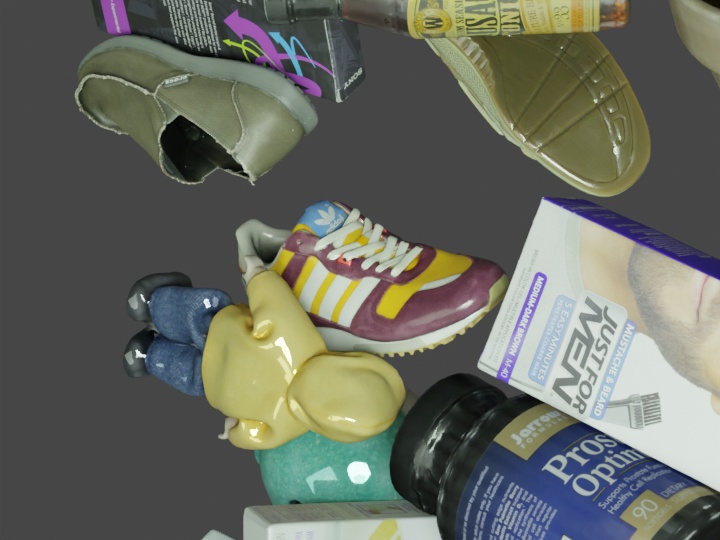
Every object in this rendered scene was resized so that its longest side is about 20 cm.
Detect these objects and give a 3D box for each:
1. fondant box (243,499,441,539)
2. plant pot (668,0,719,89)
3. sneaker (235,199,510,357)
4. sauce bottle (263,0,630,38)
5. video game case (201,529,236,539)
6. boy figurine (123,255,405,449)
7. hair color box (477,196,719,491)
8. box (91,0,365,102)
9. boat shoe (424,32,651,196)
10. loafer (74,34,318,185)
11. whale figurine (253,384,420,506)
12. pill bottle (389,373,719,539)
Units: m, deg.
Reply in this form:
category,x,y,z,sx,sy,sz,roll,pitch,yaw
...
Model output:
category,x,y,z,sx,sy,sz,roll,pitch,yaw
fondant box,0.029,0.216,1.354,0.058,0.199,0.145,-167,77,-70
plant pot,0.256,-0.100,1.061,0.200,0.200,0.174,11,135,35
sneaker,0.000,0.000,1.374,0.200,0.075,0.090,-7,112,40
sauce bottle,0.047,-0.157,1.206,0.199,0.066,0.066,-3,112,7
video game case,-0.014,0.272,1.508,0.200,0.024,0.182,23,146,25
boy figurine,-0.060,0.053,1.371,0.200,0.064,0.125,16,110,35
hair color box,0.177,0.046,1.241,0.200,0.065,0.110,26,103,25
box,-0.093,-0.191,1.360,0.200,0.036,0.143,21,138,31
boat shoe,0.087,-0.120,1.260,0.201,0.063,0.073,43,87,9
loafer,-0.118,-0.098,1.399,0.200,0.070,0.075,10,151,44
whale figurine,-0.016,0.159,1.447,0.159,0.104,0.200,33,130,22
pill bottle,0.115,0.139,1.260,0.200,0.112,0.112,30,128,36
